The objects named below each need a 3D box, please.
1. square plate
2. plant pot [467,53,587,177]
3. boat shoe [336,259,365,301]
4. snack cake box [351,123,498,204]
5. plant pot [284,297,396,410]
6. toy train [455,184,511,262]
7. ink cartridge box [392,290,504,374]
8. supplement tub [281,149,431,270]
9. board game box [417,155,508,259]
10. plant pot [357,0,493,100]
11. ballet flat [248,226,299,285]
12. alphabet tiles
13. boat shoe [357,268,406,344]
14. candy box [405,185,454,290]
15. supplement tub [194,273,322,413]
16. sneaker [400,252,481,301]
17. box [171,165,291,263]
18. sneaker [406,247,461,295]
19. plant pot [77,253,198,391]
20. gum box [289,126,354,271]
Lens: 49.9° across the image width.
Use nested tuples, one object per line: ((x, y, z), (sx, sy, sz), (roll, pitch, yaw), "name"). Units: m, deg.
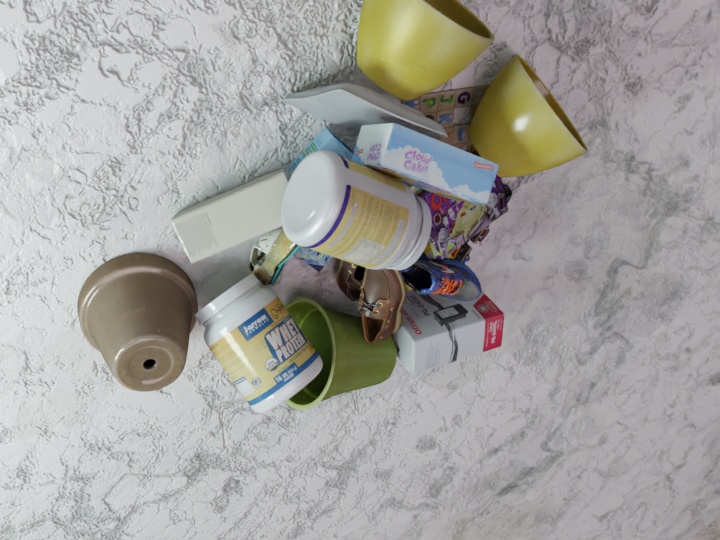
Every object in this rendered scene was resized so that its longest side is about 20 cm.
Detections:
((0.006, -0.243, 1.186), (0.197, 0.199, 0.029), (15, 89, -31), "square plate")
((0.268, -0.239, 1.308), (0.142, 0.201, 0.200), (-37, 131, 22), "plant pot")
((0.000, 0.000, 1.386), (0.070, 0.070, 0.201), (-28, 150, -17), "boat shoe")
((0.100, -0.166, 1.207), (0.198, 0.115, 0.068), (16, 93, -25), "snack cake box")
((-0.039, 0.155, 1.450), (0.189, 0.200, 0.201), (6, 121, -41), "plant pot")
((0.226, -0.080, 1.488), (0.046, 0.034, 0.201), (16, 114, -45), "toy train")
((0.156, 0.103, 1.500), (0.198, 0.145, 0.084), (-14, 127, -20), "ink cartridge box")
((-0.004, -0.085, 1.176), (0.199, 0.146, 0.146), (19, 114, -35), "supplement tub")
((0.184, -0.118, 1.363), (0.199, 0.032, 0.121), (-35, 114, -34), "board game box")
((0.074, -0.339, 1.136), (0.199, 0.201, 0.142), (18, 123, -32), "plant pot")
((-0.143, -0.033, 1.275), (0.070, 0.071, 0.200), (-1, 159, -23), "ballet flat")
((0.147, -0.222, 1.370), (0.166, 0.008, 0.202), (-12, 126, -16), "alphabet tiles")
((0.032, 0.055, 1.332), (0.068, 0.072, 0.201), (-43, 149, -30), "boat shoe")
((0.092, -0.060, 1.367), (0.101, 0.027, 0.201), (-22, 125, 9), "candy box")
((-0.172, 0.121, 1.301), (0.144, 0.145, 0.201), (-35, 93, 3), "supplement tub")
((0.128, 0.017, 1.362), (0.198, 0.079, 0.076), (18, 121, -21), "sneaker")
((-0.193, -0.090, 1.235), (0.198, 0.068, 0.083), (-21, 106, 4), "box")
((0.141, -0.032, 1.454), (0.078, 0.077, 0.201), (10, 119, -31), "sneaker")
((-0.355, 0.102, 1.263), (0.198, 0.175, 0.202), (-12, 128, -16), "plant pot")
((-0.066, -0.117, 1.323), (0.200, 0.045, 0.170), (-46, 129, 10), "gum box")
